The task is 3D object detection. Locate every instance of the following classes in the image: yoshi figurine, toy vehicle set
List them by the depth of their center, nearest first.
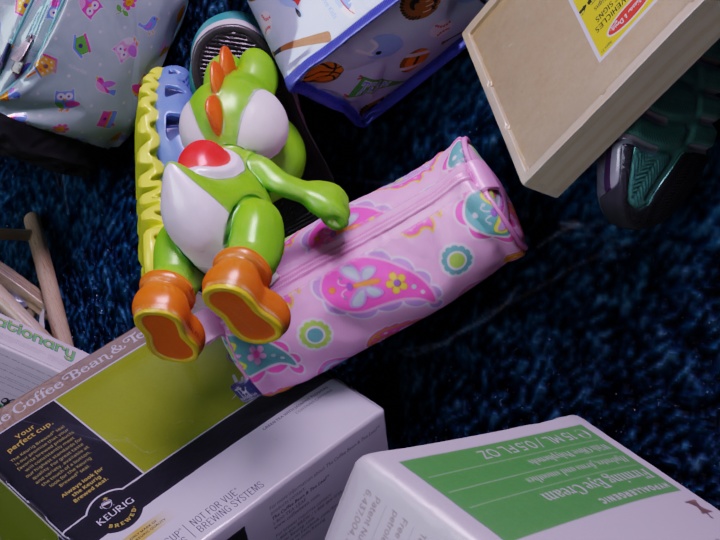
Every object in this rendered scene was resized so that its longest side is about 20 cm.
[{"bbox_3d":[0.136,-0.148,0.679,0.200,0.026,0.124,-47,43,35],"label":"toy vehicle set"},{"bbox_3d":[-0.069,-0.038,0.781,0.112,0.112,0.200,124,157,-51],"label":"yoshi figurine"}]

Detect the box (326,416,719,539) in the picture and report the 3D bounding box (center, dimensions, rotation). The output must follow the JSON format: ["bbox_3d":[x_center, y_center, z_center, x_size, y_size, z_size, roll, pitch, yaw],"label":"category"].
[{"bbox_3d":[0.087,0.208,0.690,0.171,0.199,0.200,34,113,36],"label":"box"}]

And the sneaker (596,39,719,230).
[{"bbox_3d":[0.152,-0.122,0.733,0.087,0.074,0.201,11,87,51],"label":"sneaker"}]

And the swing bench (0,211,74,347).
[{"bbox_3d":[-0.316,0.086,1.107,0.200,0.130,0.199,51,121,28],"label":"swing bench"}]

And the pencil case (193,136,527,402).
[{"bbox_3d":[0.000,0.000,0.803,0.200,0.087,0.088,-28,70,9],"label":"pencil case"}]

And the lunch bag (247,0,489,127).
[{"bbox_3d":[0.018,-0.219,0.812,0.200,0.124,0.170,-33,69,22],"label":"lunch bag"}]

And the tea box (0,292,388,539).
[{"bbox_3d":[-0.115,0.144,0.859,0.197,0.200,0.134,31,140,38],"label":"tea box"}]

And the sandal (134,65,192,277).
[{"bbox_3d":[-0.123,-0.065,0.973,0.080,0.087,0.200,106,158,-60],"label":"sandal"}]

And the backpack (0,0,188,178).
[{"bbox_3d":[-0.223,-0.179,1.016,0.126,0.167,0.200,32,100,30],"label":"backpack"}]

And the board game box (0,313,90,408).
[{"bbox_3d":[-0.243,0.112,1.011,0.126,0.200,0.035,-52,21,29],"label":"board game box"}]

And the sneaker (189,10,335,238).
[{"bbox_3d":[-0.067,-0.093,0.916,0.083,0.121,0.200,-15,118,3],"label":"sneaker"}]
